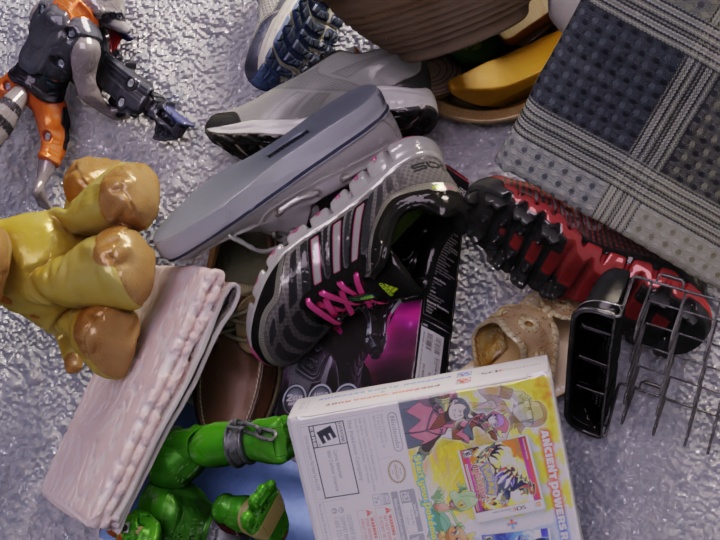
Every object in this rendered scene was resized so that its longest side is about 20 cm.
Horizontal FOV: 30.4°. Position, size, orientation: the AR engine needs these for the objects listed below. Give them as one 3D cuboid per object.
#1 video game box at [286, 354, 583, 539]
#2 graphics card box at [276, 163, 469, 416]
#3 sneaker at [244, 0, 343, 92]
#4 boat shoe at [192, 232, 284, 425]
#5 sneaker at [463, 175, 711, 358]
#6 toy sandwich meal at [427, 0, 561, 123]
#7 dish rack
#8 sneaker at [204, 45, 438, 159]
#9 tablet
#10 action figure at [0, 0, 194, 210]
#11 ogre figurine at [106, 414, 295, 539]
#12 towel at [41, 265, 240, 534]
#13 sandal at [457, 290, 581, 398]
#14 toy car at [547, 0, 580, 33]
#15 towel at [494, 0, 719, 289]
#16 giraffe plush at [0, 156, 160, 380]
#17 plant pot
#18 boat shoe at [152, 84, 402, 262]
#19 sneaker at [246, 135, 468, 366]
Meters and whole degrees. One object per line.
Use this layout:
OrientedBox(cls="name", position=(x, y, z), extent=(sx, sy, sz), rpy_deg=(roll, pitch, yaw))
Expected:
OrientedBox(cls="video game box", position=(0.059, 0.171, 0.906), extent=(0.179, 0.047, 0.203), rpy_deg=(-10, 104, 12))
OrientedBox(cls="graphics card box", position=(0.009, 0.023, 0.995), extent=(0.124, 0.051, 0.203), rpy_deg=(-4, 71, 35))
OrientedBox(cls="sneaker", position=(-0.057, -0.238, 1.113), extent=(0.084, 0.077, 0.202), rpy_deg=(14, 68, 27))
OrientedBox(cls="boat shoe", position=(-0.097, 0.031, 1.022), extent=(0.074, 0.074, 0.203), rpy_deg=(1, 70, 12))
OrientedBox(cls="sneaker", position=(0.168, -0.020, 0.960), extent=(0.198, 0.071, 0.099), rpy_deg=(28, 50, 0))
OrientedBox(cls="toy sandwich meal", position=(0.108, -0.215, 1.057), extent=(0.202, 0.070, 0.208), rpy_deg=(-4, 71, 12))
OrientedBox(cls="dish rack", position=(0.240, 0.076, 0.891), extent=(0.197, 0.154, 0.055), rpy_deg=(17, 57, 18))
OrientedBox(cls="sneaker", position=(-0.032, -0.132, 1.055), extent=(0.197, 0.074, 0.081), rpy_deg=(-10, 70, 21))
OrientedBox(cls="tablet", position=(-0.094, 0.191, 1.005), extent=(0.198, 0.014, 0.131), rpy_deg=(25, 79, 19))
OrientedBox(cls="action figure", position=(-0.244, -0.151, 1.108), extent=(0.198, 0.104, 0.195), rpy_deg=(29, 91, 23))
OrientedBox(cls="ogre figurine", position=(-0.111, 0.194, 0.950), extent=(0.118, 0.098, 0.203), rpy_deg=(13, 120, 27))
OrientedBox(cls="towel", position=(-0.168, 0.090, 0.983), extent=(0.032, 0.190, 0.202), rpy_deg=(30, 78, -21))
OrientedBox(cls="sandal", position=(0.108, 0.067, 0.966), extent=(0.211, 0.070, 0.078), rpy_deg=(-38, 68, -1))
OrientedBox(cls="toy car", position=(0.223, -0.149, 0.936), extent=(0.172, 0.202, 0.151), rpy_deg=(-3, 35, 4))
OrientedBox(cls="towel", position=(0.214, -0.099, 0.867), extent=(0.198, 0.035, 0.194), rpy_deg=(30, 124, 4))
OrientedBox(cls="giraffe plush", position=(-0.257, -0.011, 0.981), extent=(0.160, 0.199, 0.175), rpy_deg=(11, 75, -29))
OrientedBox(cls="plant pot", position=(0.063, -0.214, 0.967), extent=(0.198, 0.201, 0.094), rpy_deg=(-21, 106, 6))
OrientedBox(cls="boat shoe", position=(-0.052, -0.049, 0.980), extent=(0.201, 0.075, 0.087), rpy_deg=(-34, 112, -3))
OrientedBox(cls="sneaker", position=(0.000, 0.000, 0.929), extent=(0.200, 0.074, 0.088), rpy_deg=(-46, 46, 5))
